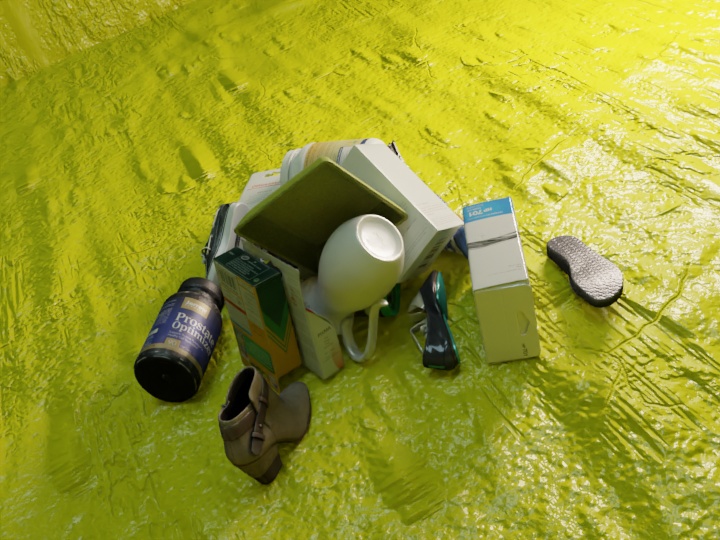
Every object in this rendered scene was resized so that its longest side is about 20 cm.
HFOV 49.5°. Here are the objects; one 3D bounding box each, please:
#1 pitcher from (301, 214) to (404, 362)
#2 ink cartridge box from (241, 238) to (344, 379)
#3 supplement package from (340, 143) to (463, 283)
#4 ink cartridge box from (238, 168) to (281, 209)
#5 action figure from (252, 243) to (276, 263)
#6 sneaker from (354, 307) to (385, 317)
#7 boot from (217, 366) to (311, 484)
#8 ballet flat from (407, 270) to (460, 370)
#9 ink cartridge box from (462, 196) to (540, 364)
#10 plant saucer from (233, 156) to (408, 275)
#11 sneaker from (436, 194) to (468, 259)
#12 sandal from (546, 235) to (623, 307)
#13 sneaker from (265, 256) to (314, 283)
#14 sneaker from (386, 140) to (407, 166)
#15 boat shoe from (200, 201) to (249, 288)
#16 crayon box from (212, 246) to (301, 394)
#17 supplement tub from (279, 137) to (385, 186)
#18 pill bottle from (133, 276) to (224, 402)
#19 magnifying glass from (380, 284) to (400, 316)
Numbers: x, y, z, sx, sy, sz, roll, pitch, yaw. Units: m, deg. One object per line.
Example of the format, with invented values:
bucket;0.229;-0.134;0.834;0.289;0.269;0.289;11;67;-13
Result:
pitcher;-0.001;0.029;1.179;0.120;0.201;0.173;-20;69;-39
ink cartridge box;-0.105;0.051;1.214;0.050;0.204;0.161;-29;35;-29
supplement package;0.050;-0.098;1.279;0.200;0.118;0.117;47;28;15
ink cartridge box;-0.188;-0.122;1.584;0.112;0.069;0.202;-7;39;19
action figure;-0.156;-0.038;1.411;0.101;0.119;0.203;31;80;-2
sneaker;0.000;0.000;1.336;0.084;0.082;0.202;-10;36;15
boot;-0.132;0.191;1.096;0.069;0.148;0.202;-6;38;20
ballet flat;0.106;0.075;1.201;0.071;0.074;0.202;-14;39;7
ink cartridge box;0.208;0.012;1.164;0.084;0.149;0.202;-9;37;11
plant saucer;-0.060;-0.088;1.186;0.198;0.198;0.049;-32;51;28
sneaker;0.142;-0.057;1.360;0.087;0.076;0.200;-34;30;-3
sandal;0.349;0.005;1.208;0.074;0.044;0.201;-11;27;-1
sneaker;-0.082;0.003;1.339;0.197;0.091;0.073;-23;23;-35
sneaker;0.068;-0.158;1.384;0.075;0.116;0.201;-34;31;-2
boat shoe;-0.263;-0.033;1.460;0.067;0.073;0.205;0;75;31
crayon box;-0.156;0.077;1.213;0.051;0.204;0.125;-28;36;-29
supplement tub;-0.045;-0.179;1.525;0.195;0.147;0.146;0;40;24
pill bottle;-0.294;0.109;1.305;0.109;0.114;0.202;-7;39;16
magnifying glass;0.055;0.005;1.318;0.022;0.081;0.201;-9;27;19
